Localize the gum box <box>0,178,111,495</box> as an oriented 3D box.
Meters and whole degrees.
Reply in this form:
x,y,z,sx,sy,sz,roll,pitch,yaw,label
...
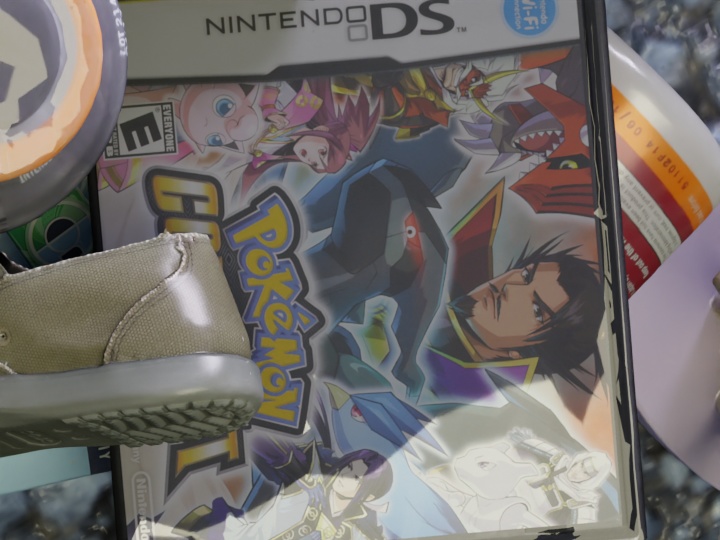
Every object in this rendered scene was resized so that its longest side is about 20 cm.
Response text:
x,y,z,sx,sy,sz,roll,pitch,yaw,label
-0.179,0.004,0.932,0.199,0.045,0.171,-12,110,-15,gum box

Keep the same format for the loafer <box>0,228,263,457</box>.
x,y,z,sx,sy,sz,roll,pitch,yaw,label
-0.128,0.025,0.873,0.199,0.075,0.070,-5,74,12,loafer

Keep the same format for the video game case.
x,y,z,sx,sy,sz,roll,pitch,yaw,label
0.000,0.000,0.899,0.180,0.026,0.201,-5,90,0,video game case

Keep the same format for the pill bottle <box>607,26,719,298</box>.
x,y,z,sx,sy,sz,roll,pitch,yaw,label
0.031,0.000,0.969,0.200,0.113,0.113,-46,115,-2,pill bottle

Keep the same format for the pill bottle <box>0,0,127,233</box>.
x,y,z,sx,sy,sz,roll,pitch,yaw,label
-0.130,-0.063,0.796,0.106,0.200,0.107,-1,93,-17,pill bottle

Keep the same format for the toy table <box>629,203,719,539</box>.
x,y,z,sx,sy,sz,roll,pitch,yaw,label
0.187,0.041,1.037,0.199,0.117,0.184,27,96,-24,toy table
